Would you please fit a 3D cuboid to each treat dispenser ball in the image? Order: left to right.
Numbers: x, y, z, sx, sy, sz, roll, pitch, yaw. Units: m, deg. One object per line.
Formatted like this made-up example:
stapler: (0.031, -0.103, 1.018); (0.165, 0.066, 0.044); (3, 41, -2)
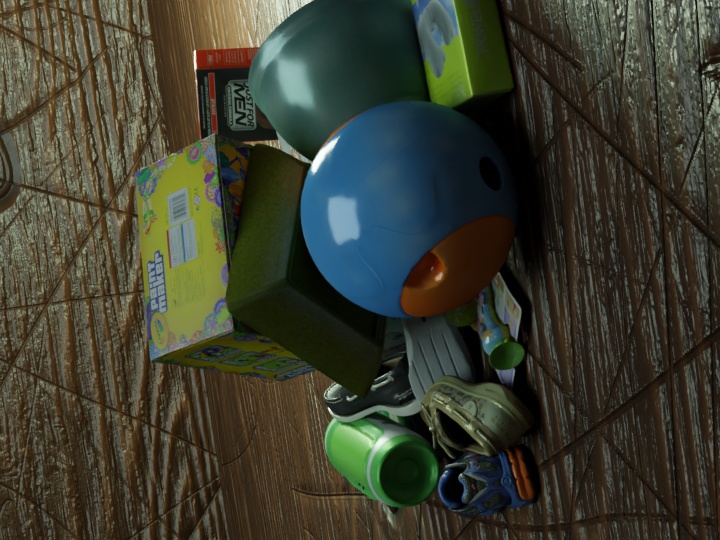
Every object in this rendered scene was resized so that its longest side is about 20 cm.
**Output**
treat dispenser ball: (0.045, -0.056, 1.476); (0.201, 0.201, 0.201); (171, 90, -76)

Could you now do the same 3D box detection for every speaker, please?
speaker: (0.022, 0.210, 1.811); (0.200, 0.088, 0.089); (-163, 64, -71)

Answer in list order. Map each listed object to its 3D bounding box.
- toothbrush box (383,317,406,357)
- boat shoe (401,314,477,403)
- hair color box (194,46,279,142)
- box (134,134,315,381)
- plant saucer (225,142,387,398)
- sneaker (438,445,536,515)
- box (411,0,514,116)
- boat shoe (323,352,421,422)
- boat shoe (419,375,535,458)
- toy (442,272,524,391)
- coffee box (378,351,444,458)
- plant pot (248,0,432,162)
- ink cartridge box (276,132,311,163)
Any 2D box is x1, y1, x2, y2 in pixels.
toothbrush box: (0.000, 0.000, 1.782); (0.200, 0.085, 0.147); (54, -161, -64)
boat shoe: (0.083, 0.065, 1.697); (0.071, 0.072, 0.200); (-58, -44, -62)
hair color box: (-0.096, -0.213, 1.917); (0.061, 0.200, 0.102); (-103, 10, -58)
box: (-0.110, -0.007, 1.608); (0.122, 0.193, 0.200); (-21, 67, 37)
plant saucer: (-0.033, -0.007, 1.561); (0.048, 0.200, 0.200); (-23, 46, 36)
sneaker: (0.113, 0.217, 1.641); (0.200, 0.078, 0.075); (130, 130, -71)
box: (0.087, -0.251, 1.501); (0.122, 0.048, 0.200); (156, 104, -75)
boat shoe: (0.011, 0.128, 1.805); (0.060, 0.074, 0.200); (50, 156, -17)
boat shoe: (0.102, 0.150, 1.601); (0.073, 0.063, 0.200); (47, 162, -8)
toy: (0.108, 0.026, 1.598); (0.200, 0.047, 0.115); (-118, 23, -50)
coffee box: (0.053, 0.188, 1.922); (0.200, 0.044, 0.123); (109, 147, -60)
plant pot: (0.005, -0.171, 1.603); (0.134, 0.200, 0.200); (62, 159, 27)
ink cartridge box: (-0.015, -0.166, 1.812); (0.200, 0.050, 0.162); (-54, 43, 40)
